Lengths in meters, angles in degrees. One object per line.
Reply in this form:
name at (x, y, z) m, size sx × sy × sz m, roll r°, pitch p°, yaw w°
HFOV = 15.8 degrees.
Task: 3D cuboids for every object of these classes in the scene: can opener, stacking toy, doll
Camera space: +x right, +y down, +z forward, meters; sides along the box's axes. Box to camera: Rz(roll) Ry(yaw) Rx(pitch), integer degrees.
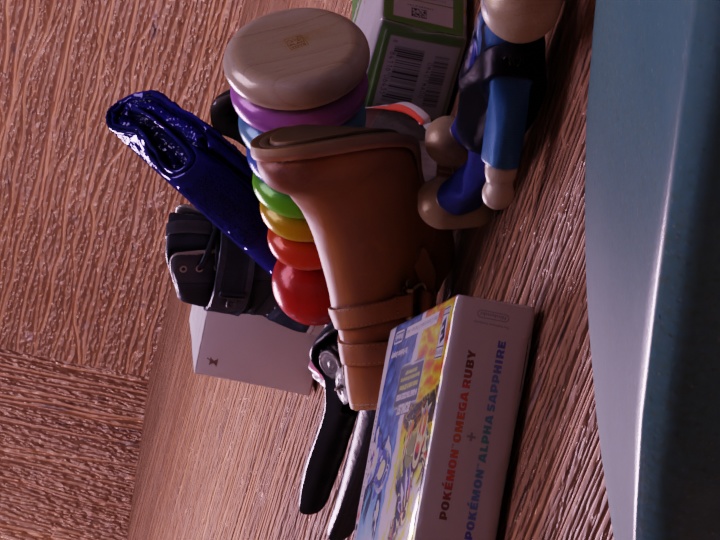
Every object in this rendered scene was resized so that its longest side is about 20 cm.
can opener at (-0.001, 0.095, 1.602) m, size 0.063 × 0.078 × 0.201 m, roll 44°, pitch 138°, yaw 33°
stacking toy at (-0.029, -0.052, 1.535) m, size 0.086 × 0.085 × 0.201 m, roll -87°, pitch -7°, yaw -50°
doll at (0.070, -0.091, 1.326) m, size 0.200 × 0.048 × 0.137 m, roll 108°, pitch 170°, yaw -61°

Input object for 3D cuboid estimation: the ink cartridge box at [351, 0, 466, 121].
ink cartridge box at (0.031, -0.172, 1.707) m, size 0.200 × 0.059 × 0.104 m, roll -88°, pitch 12°, yaw -51°

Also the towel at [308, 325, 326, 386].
towel at (0.004, -0.006, 1.778) m, size 0.146 × 0.030 × 0.201 m, roll -126°, pitch 48°, yaw -79°

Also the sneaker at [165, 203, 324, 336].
sneaker at (-0.068, -0.037, 1.938) m, size 0.077 × 0.145 × 0.203 m, roll -84°, pitch 11°, yaw -49°

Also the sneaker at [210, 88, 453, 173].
sneaker at (-0.022, -0.070, 1.605) m, size 0.200 × 0.082 × 0.078 m, roll 25°, pitch 121°, yaw 48°

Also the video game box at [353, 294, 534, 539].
video game box at (0.034, 0.112, 1.308) m, size 0.200 × 0.047 × 0.183 m, roll 142°, pitch 136°, yaw -79°

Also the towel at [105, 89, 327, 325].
towel at (-0.065, -0.037, 1.664) m, size 0.050 × 0.200 × 0.148 m, roll -48°, pitch 31°, yaw -1°

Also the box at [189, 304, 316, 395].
box at (-0.080, 0.014, 2.128) m, size 0.200 × 0.097 × 0.125 m, roll -113°, pitch 35°, yaw -78°

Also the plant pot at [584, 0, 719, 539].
plant pot at (0.113, 0.004, 0.526) m, size 0.142 × 0.140 × 0.201 m, roll -91°, pitch 7°, yaw -59°

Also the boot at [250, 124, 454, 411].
boot at (0.000, 0.000, 1.437) m, size 0.200 × 0.073 × 0.156 m, roll 4°, pitch -89°, yaw -60°
